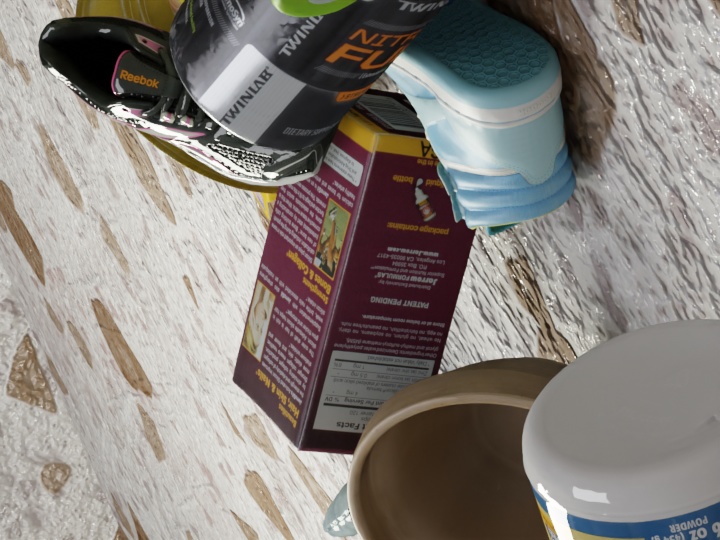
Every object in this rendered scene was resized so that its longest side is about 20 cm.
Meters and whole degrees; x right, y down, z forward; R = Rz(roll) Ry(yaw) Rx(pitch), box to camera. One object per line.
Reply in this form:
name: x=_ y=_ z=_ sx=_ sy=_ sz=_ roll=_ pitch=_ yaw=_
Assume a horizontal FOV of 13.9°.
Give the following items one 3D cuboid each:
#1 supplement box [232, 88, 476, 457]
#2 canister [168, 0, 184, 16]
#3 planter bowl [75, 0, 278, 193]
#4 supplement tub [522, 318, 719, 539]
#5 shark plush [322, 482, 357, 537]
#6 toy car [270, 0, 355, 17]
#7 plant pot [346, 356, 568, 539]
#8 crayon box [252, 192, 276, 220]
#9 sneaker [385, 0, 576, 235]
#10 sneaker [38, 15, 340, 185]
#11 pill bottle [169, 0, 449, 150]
supplement box: x=0.000 y=0.000 z=1.775 sx=0.110 sy=0.085 sz=0.201 roll=40 pitch=120 yaw=58
canister: x=-0.072 y=-0.224 z=1.659 sx=0.200 sy=0.086 sz=0.149 roll=79 pitch=-156 yaw=-74
planter bowl: x=-0.073 y=-0.152 z=1.863 sx=0.083 sy=0.200 sz=0.201 roll=-48 pitch=65 yaw=37
supplement tub: x=0.173 y=0.142 z=1.480 sx=0.145 sy=0.144 sz=0.200 roll=40 pitch=154 yaw=58
shark plush: x=0.026 y=0.173 z=2.210 sx=0.091 sy=0.083 sz=0.200 roll=64 pitch=166 yaw=-8
toy car: x=-0.033 y=-0.238 z=1.352 sx=0.200 sy=0.157 sz=0.165 roll=32 pitch=-144 yaw=-64
plant pot: x=0.100 y=0.118 z=1.732 sx=0.200 sy=0.093 sz=0.201 roll=12 pitch=133 yaw=13
crayon box: x=-0.079 y=-0.134 z=2.058 sx=0.126 sy=0.051 sz=0.200 roll=58 pitch=170 yaw=20
sneaker: x=0.049 y=-0.092 z=1.632 sx=0.200 sy=0.079 sz=0.131 roll=47 pitch=158 yaw=50
sneaker: x=-0.108 y=-0.103 z=1.738 sx=0.200 sy=0.081 sz=0.086 roll=14 pitch=-179 yaw=27
pill bottle: x=-0.007 y=-0.159 z=1.520 sx=0.200 sy=0.106 sz=0.106 roll=-46 pitch=69 yaw=40
